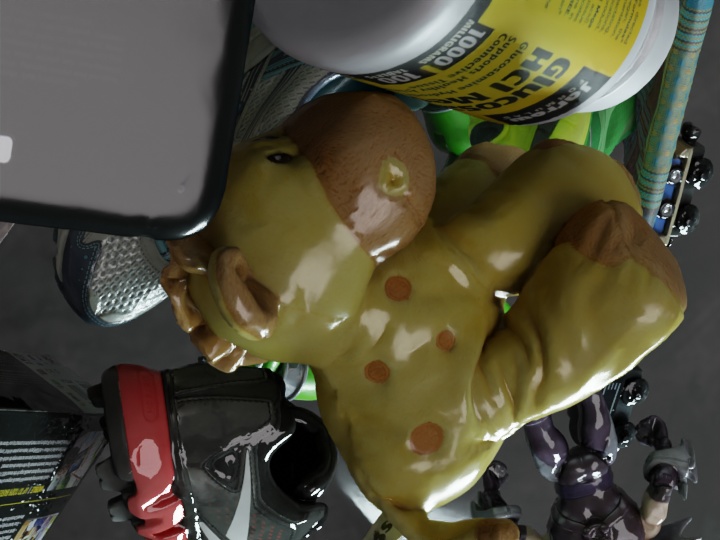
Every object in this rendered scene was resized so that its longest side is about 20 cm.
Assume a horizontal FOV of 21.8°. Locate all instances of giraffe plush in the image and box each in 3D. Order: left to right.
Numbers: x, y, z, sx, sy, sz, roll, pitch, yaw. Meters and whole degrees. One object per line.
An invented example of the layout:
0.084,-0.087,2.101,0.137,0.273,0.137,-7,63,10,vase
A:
0.000,0.000,0.713,0.162,0.172,0.201,43,73,-29,giraffe plush

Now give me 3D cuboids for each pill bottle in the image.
0.046,-0.118,0.721,0.199,0.112,0.113,8,109,-57,pill bottle

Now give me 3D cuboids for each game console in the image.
-0.141,-0.113,0.606,0.198,0.116,0.178,6,98,-25,game console

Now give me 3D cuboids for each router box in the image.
-0.178,0.104,0.751,0.150,0.051,0.200,-56,170,0,router box

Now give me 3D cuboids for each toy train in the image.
0.153,0.011,1.053,0.045,0.034,0.202,2,114,-26,toy train

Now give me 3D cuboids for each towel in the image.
0.154,-0.125,0.915,0.021,0.147,0.202,12,117,3,towel

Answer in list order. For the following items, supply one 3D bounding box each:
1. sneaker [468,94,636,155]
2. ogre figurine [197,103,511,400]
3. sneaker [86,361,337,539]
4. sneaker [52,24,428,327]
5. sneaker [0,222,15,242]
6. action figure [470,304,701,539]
0.100,-0.108,0.889,0.084,0.073,0.201,70,38,-54,sneaker
0.012,-0.011,0.875,0.120,0.097,0.202,42,54,-43,ogre figurine
-0.054,0.107,0.821,0.097,0.071,0.201,-12,140,-3,sneaker
-0.051,-0.045,0.808,0.200,0.086,0.078,-45,136,5,sneaker
-0.145,-0.057,0.646,0.080,0.071,0.201,49,62,-24,sneaker
0.120,0.101,1.034,0.129,0.069,0.202,-19,116,-6,action figure
